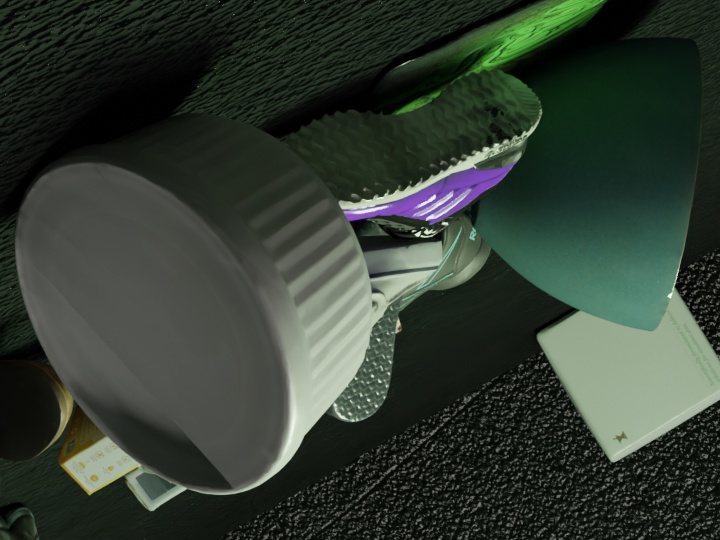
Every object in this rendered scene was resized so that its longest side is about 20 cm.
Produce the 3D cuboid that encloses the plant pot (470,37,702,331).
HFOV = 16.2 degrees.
[{"bbox_3d":[0.148,-0.066,1.737,0.133,0.202,0.200,7,168,-2],"label":"plant pot"}]

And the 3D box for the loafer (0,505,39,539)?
[{"bbox_3d":[-0.335,0.263,2.345,0.072,0.073,0.200,-31,172,6],"label":"loafer"}]

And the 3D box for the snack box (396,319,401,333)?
[{"bbox_3d":[-0.063,0.071,2.189,0.199,0.053,0.142,-29,170,-1],"label":"snack box"}]

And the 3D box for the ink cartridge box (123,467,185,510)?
[{"bbox_3d":[-0.080,0.075,1.933,0.199,0.043,0.198,-33,-163,19],"label":"ink cartridge box"}]

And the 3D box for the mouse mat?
[{"bbox_3d":[0.079,-0.136,1.618,0.199,0.008,0.161,-27,171,-22],"label":"mouse mat"}]

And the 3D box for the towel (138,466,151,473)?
[{"bbox_3d":[-0.064,0.060,1.799,0.171,0.048,0.200,-12,-144,50],"label":"towel"}]

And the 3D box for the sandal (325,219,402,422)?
[{"bbox_3d":[-0.001,0.000,1.707,0.076,0.202,0.043,6,-168,-45],"label":"sandal"}]

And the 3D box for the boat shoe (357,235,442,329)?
[{"bbox_3d":[-0.021,0.021,1.599,0.072,0.066,0.199,4,-167,38],"label":"boat shoe"}]

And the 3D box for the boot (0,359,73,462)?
[{"bbox_3d":[-0.232,0.088,1.708,0.075,0.074,0.200,-31,-177,-32],"label":"boot"}]

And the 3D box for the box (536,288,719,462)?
[{"bbox_3d":[0.371,0.127,3.437,0.199,0.200,0.171,-31,171,4],"label":"box"}]

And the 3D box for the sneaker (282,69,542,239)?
[{"bbox_3d":[0.023,-0.052,1.579,0.199,0.070,0.100,-18,148,-33],"label":"sneaker"}]

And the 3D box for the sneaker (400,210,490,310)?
[{"bbox_3d":[0.011,0.008,2.067,0.199,0.076,0.079,-37,157,9],"label":"sneaker"}]

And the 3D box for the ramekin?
[{"bbox_3d":[-0.082,0.010,1.339,0.094,0.203,0.202,-36,178,-39],"label":"ramekin"}]

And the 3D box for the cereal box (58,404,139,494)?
[{"bbox_3d":[-0.113,0.059,1.764,0.199,0.040,0.144,-32,-156,23],"label":"cereal box"}]
